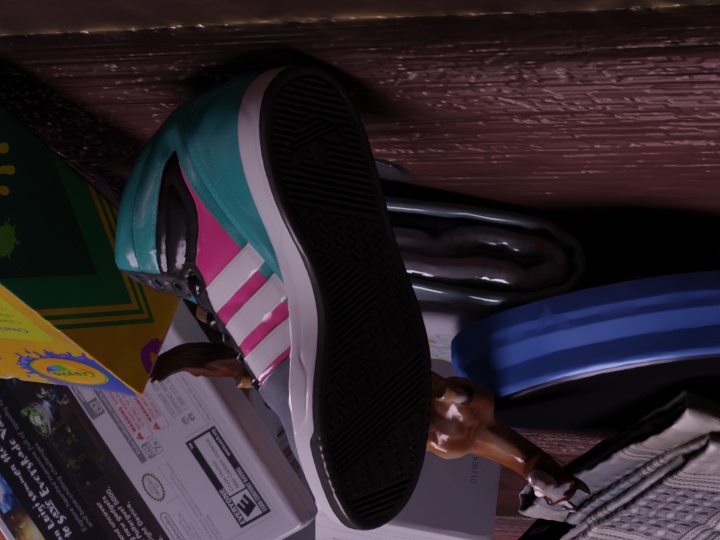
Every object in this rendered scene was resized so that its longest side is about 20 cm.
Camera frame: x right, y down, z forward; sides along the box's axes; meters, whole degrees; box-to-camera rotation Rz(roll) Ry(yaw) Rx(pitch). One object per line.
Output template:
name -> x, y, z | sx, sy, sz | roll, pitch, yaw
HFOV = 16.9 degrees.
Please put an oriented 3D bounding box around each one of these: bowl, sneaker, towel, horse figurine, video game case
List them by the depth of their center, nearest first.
sneaker -> -0.045, 0.012, 1.041 | 0.083, 0.201, 0.120 | -23, -163, -40
horse figurine -> 0.000, 0.057, 1.136 | 0.199, 0.050, 0.132 | 15, 176, 28
bowl -> 0.144, 0.042, 1.183 | 0.199, 0.040, 0.201 | -6, 167, -1
towel -> 0.000, 0.000, 1.205 | 0.199, 0.048, 0.171 | 10, 168, -4
video game case -> -0.138, 0.078, 1.246 | 0.182, 0.200, 0.023 | -32, -177, 36
towel -> 0.200, 0.134, 1.256 | 0.199, 0.035, 0.193 | 22, 153, -15

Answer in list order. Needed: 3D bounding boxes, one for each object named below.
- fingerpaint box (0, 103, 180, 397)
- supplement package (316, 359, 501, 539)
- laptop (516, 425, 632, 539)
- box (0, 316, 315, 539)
fingerpaint box -> -0.209, -0.017, 1.134 | 0.199, 0.074, 0.167 | 4, 154, 36
supplement package -> -0.001, 0.115, 1.494 | 0.109, 0.114, 0.200 | 13, 164, -19
laptop -> 0.219, 0.133, 1.452 | 0.199, 0.104, 0.177 | 14, 165, -19
box -> -0.133, 0.091, 1.337 | 0.199, 0.153, 0.106 | 6, -162, 18
